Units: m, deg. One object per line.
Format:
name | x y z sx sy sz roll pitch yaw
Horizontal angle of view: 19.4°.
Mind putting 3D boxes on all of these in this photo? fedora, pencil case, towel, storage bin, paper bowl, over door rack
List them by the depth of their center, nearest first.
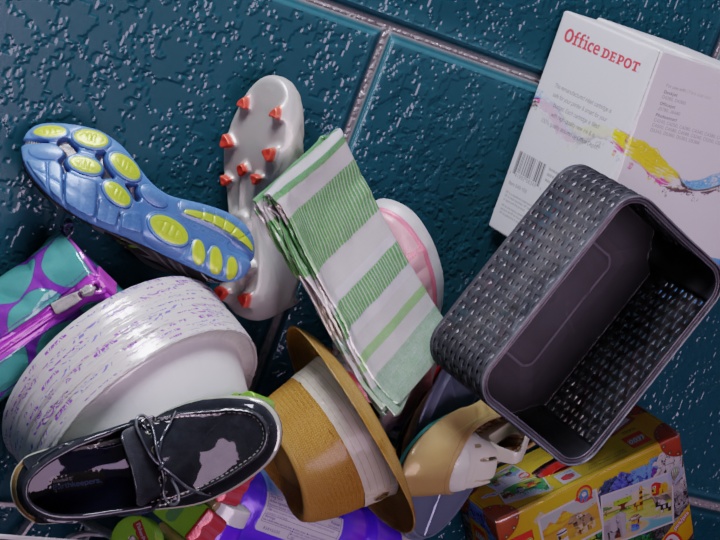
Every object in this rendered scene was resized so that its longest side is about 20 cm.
pencil case | -0.274 0.054 1.586 0.200 0.092 0.085 -38 103 -10
paper bowl | -0.166 0.109 1.612 0.200 0.104 0.201 -33 156 -17
over door rack | -0.268 0.206 1.616 0.200 0.148 0.067 23 84 -34
towel | 0.000 0.000 1.640 0.200 0.023 0.153 60 31 -11
fedora | -0.034 0.140 1.652 0.082 0.201 0.201 -30 120 -12
storage bin | 0.170 0.034 1.657 0.135 0.094 0.200 39 88 -31

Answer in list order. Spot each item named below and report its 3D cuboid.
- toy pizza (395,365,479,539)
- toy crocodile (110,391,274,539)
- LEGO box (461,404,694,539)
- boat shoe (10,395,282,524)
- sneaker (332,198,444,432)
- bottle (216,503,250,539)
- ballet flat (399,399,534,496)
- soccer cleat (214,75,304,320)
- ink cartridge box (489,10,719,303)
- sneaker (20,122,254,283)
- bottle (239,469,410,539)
toy pizza | 0.075 0.135 1.806 0.200 0.032 0.200 -49 150 -41
toy crocodile | -0.124 0.178 1.563 0.200 0.062 0.068 -56 154 -3
LEGO box | 0.200 0.235 1.933 0.200 0.077 0.149 -23 119 -20
boat shoe | -0.151 0.139 1.499 0.200 0.062 0.075 -13 90 -6
sneaker | 0.014 0.048 1.739 0.105 0.075 0.201 -38 132 -49
bottle | -0.153 0.268 1.664 0.200 0.083 0.065 -63 154 2
ballet flat | 0.097 0.144 1.740 0.200 0.063 0.069 -28 135 -58
soccer cleat | -0.071 -0.059 1.682 0.078 0.069 0.200 -9 113 -48
ink cartridge box | 0.232 -0.096 1.783 0.146 0.147 0.200 12 103 -32
sneaker | -0.178 -0.042 1.616 0.199 0.083 0.071 31 63 -21
bottle | -0.044 0.214 1.775 0.200 0.084 0.065 24 98 -33
